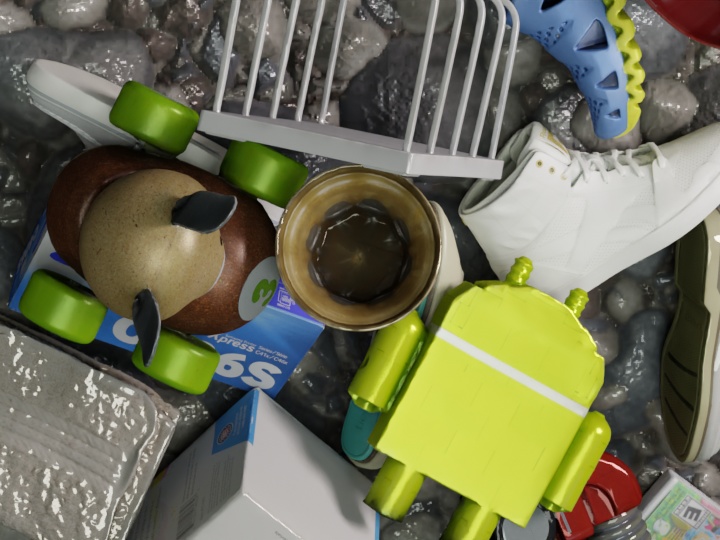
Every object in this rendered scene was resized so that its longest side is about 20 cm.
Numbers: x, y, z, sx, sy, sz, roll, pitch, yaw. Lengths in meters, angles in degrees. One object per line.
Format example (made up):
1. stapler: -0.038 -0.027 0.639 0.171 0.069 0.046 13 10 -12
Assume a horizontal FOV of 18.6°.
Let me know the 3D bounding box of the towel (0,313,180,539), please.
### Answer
1. towel: -0.232 0.109 1.496 0.199 0.034 0.133 24 100 7

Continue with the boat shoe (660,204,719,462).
1. boat shoe: 0.261 0.047 1.566 0.068 0.075 0.201 -5 119 -17

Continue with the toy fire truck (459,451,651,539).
1. toy fire truck: 0.198 0.197 1.579 0.199 0.129 0.177 -24 99 -10

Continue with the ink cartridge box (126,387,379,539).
1. ink cartridge box: -0.098 0.210 1.523 0.125 0.129 0.200 39 114 -19

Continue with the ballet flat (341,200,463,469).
1. ballet flat: 0.040 0.046 1.544 0.069 0.070 0.201 14 108 -13

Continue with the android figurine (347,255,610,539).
1. android figurine: 0.086 0.090 1.491 0.181 0.041 0.201 27 88 -12

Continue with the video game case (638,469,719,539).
1. video game case: 0.238 0.276 1.670 0.182 0.022 0.200 36 100 -18

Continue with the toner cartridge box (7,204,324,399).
1. toner cartridge box: -0.130 0.017 1.489 0.199 0.043 0.095 20 136 -15

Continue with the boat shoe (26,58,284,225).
1. boat shoe: -0.144 -0.071 1.471 0.199 0.072 0.069 29 101 -26

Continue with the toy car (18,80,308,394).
1. toy car: -0.111 -0.009 1.337 0.157 0.200 0.165 25 93 -15

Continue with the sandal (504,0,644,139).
1. sandal: 0.133 -0.181 1.469 0.087 0.080 0.201 -19 99 0

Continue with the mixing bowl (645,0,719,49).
1. mixing bowl: 0.253 -0.255 1.417 0.108 0.200 0.201 -30 113 -27

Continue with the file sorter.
1. file sorter: 0.009 -0.131 1.378 0.138 0.200 0.125 13 95 18

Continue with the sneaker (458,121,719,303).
1. sneaker: 0.165 -0.065 1.514 0.199 0.074 0.116 -35 114 5

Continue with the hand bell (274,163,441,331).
1. hand bell: 0.000 0.000 1.450 0.103 0.200 0.105 0 82 1
